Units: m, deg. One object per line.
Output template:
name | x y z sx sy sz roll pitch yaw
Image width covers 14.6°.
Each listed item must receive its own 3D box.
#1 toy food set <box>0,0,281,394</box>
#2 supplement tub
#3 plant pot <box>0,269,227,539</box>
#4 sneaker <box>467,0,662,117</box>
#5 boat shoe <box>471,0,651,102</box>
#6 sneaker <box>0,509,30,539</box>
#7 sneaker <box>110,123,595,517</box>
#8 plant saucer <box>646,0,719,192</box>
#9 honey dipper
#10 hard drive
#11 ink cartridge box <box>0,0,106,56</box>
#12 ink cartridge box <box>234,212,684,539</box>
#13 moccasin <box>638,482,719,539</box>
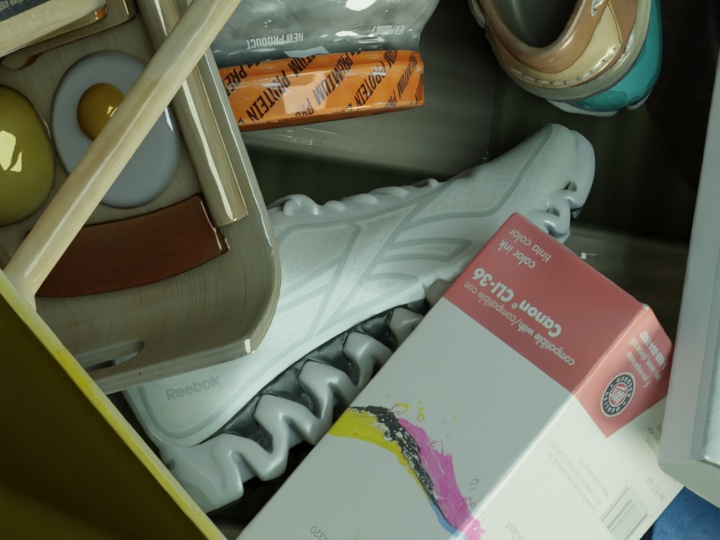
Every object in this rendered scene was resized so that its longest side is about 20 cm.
toy food set | -0.122 -0.053 0.906 0.060 0.143 0.201 -31 103 -62
supplement tub | -0.037 -0.149 0.953 0.122 0.122 0.201 -7 92 -21
plant pot | -0.175 0.088 0.819 0.200 0.176 0.200 -44 122 -12
sneaker | 0.076 -0.155 1.019 0.077 0.080 0.201 -10 93 -22
boat shoe | 0.058 -0.159 0.951 0.075 0.072 0.201 -13 86 15
sneaker | -0.075 0.165 0.918 0.074 0.084 0.201 -25 63 -5
sneaker | 0.000 0.000 0.995 0.200 0.075 0.081 -37 90 -20
plant saucer | 0.201 -0.100 1.091 0.199 0.034 0.202 1 88 -21
honey dipper | -0.060 -0.060 0.854 0.038 0.038 0.200 38 75 -16
hard drive | 0.163 -0.003 0.992 0.132 0.027 0.201 32 61 -41
ink cartridge box | -0.197 -0.061 0.821 0.199 0.165 0.075 -22 97 24
ink cartridge box | 0.027 0.093 0.962 0.200 0.067 0.117 -49 148 -7
moccasin | 0.117 0.120 1.037 0.080 0.068 0.201 27 78 -10
